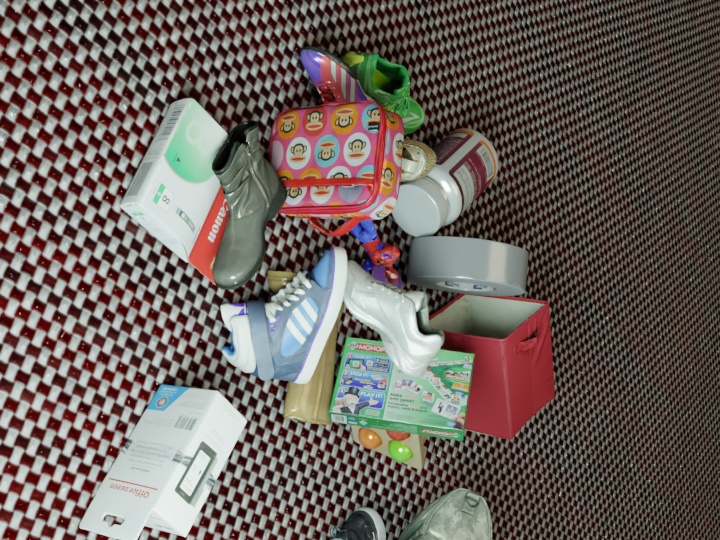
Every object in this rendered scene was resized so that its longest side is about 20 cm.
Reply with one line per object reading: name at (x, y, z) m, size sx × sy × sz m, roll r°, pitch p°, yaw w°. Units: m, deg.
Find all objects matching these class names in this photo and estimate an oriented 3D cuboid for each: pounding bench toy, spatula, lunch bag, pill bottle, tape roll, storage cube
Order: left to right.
lunch bag at (-0.037, -0.137, 1.400) m, size 0.081 × 0.197 × 0.180 m, roll 14°, pitch 79°, yaw -55°
spatula at (0.000, 0.000, 1.588) m, size 0.199 × 0.020 × 0.058 m, roll 26°, pitch 64°, yaw -48°
pounding bench toy at (0.067, 0.230, 1.589) m, size 0.157 × 0.122 × 0.202 m, roll -55°, pitch 152°, yaw -34°
lunch bag at (0.131, 0.447, 1.620) m, size 0.170 × 0.137 × 0.201 m, roll -62°, pitch 179°, yaw -28°
pill bottle at (0.139, -0.145, 1.690) m, size 0.200 × 0.113 × 0.116 m, roll -43°, pitch 122°, yaw -42°
tape roll at (0.176, -0.005, 1.670) m, size 0.199 × 0.197 × 0.068 m, roll 16°, pitch 79°, yaw -50°
storage cube at (0.218, 0.158, 1.733) m, size 0.170 × 0.197 × 0.184 m, roll -30°, pitch 119°, yaw -47°

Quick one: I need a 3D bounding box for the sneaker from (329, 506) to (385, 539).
sneaker at (-0.009, 0.473, 1.543) m, size 0.113 × 0.074 × 0.205 m, roll -7°, pitch 90°, yaw -50°

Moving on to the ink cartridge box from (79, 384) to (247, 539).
ink cartridge box at (-0.235, 0.242, 1.216) m, size 0.068 × 0.114 × 0.202 m, roll 52°, pitch 53°, yaw -36°

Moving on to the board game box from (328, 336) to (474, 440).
board game box at (0.062, 0.171, 1.484) m, size 0.029 × 0.196 × 0.136 m, roll 85°, pitch 15°, yaw -49°

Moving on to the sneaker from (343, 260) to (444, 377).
sneaker at (0.050, 0.050, 1.470) m, size 0.200 × 0.100 × 0.078 m, roll 48°, pitch 25°, yaw 9°

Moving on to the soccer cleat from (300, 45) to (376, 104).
soccer cleat at (-0.030, -0.254, 1.518) m, size 0.200 × 0.067 × 0.074 m, roll 43°, pitch 70°, yaw -42°

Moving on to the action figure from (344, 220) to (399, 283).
action figure at (-0.001, -0.045, 1.529) m, size 0.201 × 0.064 × 0.100 m, roll 55°, pitch 34°, yaw -26°

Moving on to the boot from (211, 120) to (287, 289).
boot at (-0.164, -0.087, 1.306) m, size 0.132 × 0.066 × 0.203 m, roll 64°, pitch 34°, yaw -45°

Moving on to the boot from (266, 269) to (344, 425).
boot at (-0.082, 0.112, 1.451) m, size 0.174 × 0.065 × 0.204 m, roll 20°, pitch 76°, yaw -50°

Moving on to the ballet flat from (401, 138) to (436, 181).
ballet flat at (0.045, -0.167, 1.540) m, size 0.197 × 0.065 × 0.072 m, roll 4°, pitch 111°, yaw -32°

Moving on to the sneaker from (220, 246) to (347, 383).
sneaker at (-0.110, 0.049, 1.355) m, size 0.144 × 0.081 × 0.204 m, roll 17°, pitch 103°, yaw -17°

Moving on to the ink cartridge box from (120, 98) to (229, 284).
ink cartridge box at (-0.201, -0.095, 1.313) m, size 0.200 × 0.049 × 0.163 m, roll 43°, pitch 58°, yaw -40°

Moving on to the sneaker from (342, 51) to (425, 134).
sneaker at (0.048, -0.275, 1.596) m, size 0.199 × 0.082 × 0.076 m, roll 32°, pitch 66°, yaw -48°
